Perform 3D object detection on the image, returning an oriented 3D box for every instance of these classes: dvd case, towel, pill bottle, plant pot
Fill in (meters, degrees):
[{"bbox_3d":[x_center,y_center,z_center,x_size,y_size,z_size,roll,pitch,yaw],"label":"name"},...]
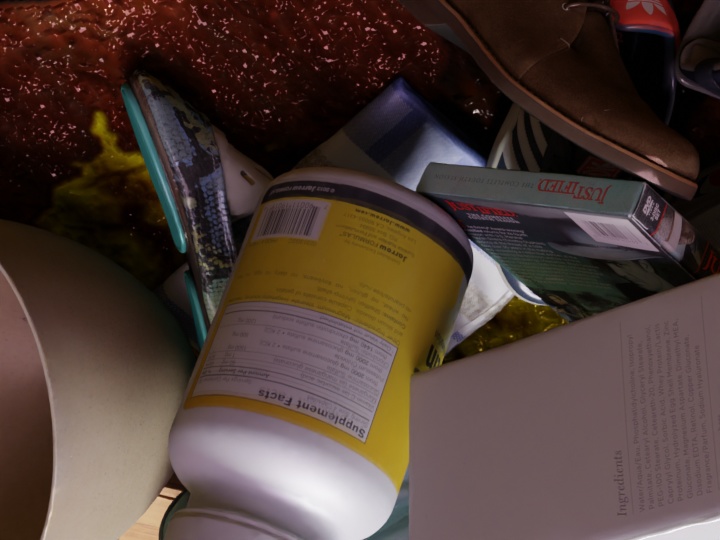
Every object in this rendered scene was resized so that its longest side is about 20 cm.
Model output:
[{"bbox_3d":[0.137,0.011,1.059,0.200,0.022,0.146,36,163,-36],"label":"dvd case"},{"bbox_3d":[0.000,0.000,1.184,0.147,0.024,0.200,38,116,-24],"label":"towel"},{"bbox_3d":[-0.025,0.060,1.046,0.112,0.200,0.112,17,157,7],"label":"pill bottle"},{"bbox_3d":[-0.162,0.066,1.144,0.134,0.200,0.200,-7,138,-42],"label":"plant pot"}]

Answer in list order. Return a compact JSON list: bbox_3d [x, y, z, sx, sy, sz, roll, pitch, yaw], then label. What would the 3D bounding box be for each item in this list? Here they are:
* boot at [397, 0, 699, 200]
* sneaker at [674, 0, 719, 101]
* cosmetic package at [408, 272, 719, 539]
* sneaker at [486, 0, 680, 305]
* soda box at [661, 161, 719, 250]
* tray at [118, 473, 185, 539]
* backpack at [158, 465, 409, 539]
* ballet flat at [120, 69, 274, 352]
[{"bbox_3d":[0.092,-0.108,1.006,0.075,0.200,0.074,-50,147,10],"label":"boot"},{"bbox_3d":[0.213,-0.049,1.049,0.146,0.077,0.203,8,86,-35],"label":"sneaker"},{"bbox_3d":[0.156,0.110,1.006,0.200,0.123,0.199,-21,141,27],"label":"cosmetic package"},{"bbox_3d":[0.110,-0.057,1.090,0.075,0.085,0.200,1,122,-12],"label":"sneaker"},{"bbox_3d":[0.233,0.036,1.155,0.063,0.068,0.200,-30,104,19],"label":"soda box"},{"bbox_3d":[-0.054,0.169,1.303,0.200,0.037,0.099,14,126,-13],"label":"tray"},{"bbox_3d":[-0.020,0.162,1.170,0.176,0.200,0.153,-31,94,-7],"label":"backpack"},{"bbox_3d":[-0.067,-0.015,1.131,0.074,0.074,0.200,-11,112,7],"label":"ballet flat"}]
